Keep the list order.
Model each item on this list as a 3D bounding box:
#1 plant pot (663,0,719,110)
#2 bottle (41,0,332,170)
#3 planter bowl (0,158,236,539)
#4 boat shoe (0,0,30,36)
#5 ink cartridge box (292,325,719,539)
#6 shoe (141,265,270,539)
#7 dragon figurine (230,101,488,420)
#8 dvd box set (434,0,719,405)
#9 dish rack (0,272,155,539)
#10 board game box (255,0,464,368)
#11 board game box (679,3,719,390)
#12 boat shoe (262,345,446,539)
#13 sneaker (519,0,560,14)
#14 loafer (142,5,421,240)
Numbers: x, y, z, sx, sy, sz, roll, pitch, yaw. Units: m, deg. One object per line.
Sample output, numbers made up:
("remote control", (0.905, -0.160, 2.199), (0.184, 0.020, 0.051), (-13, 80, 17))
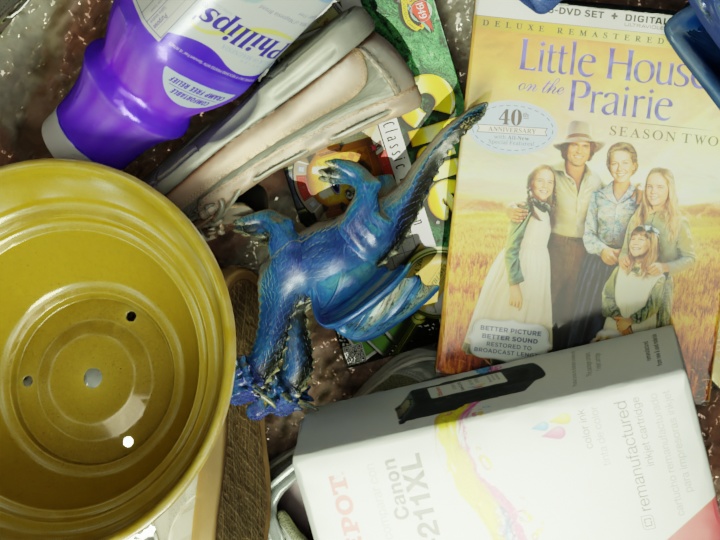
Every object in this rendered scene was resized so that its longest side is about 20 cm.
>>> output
("plant pot", (0.259, -0.119, 1.021), (0.200, 0.180, 0.200), (-29, 66, -13))
("bottle", (-0.080, -0.123, 1.119), (0.200, 0.065, 0.084), (-43, 141, 23))
("planter bowl", (-0.147, 0.049, 1.132), (0.200, 0.083, 0.201), (-2, 80, 13))
("boat shoe", (-0.194, -0.164, 1.151), (0.072, 0.066, 0.201), (43, 100, -8))
("ink cartridge box", (0.079, 0.127, 1.136), (0.200, 0.083, 0.146), (-14, 103, 7))
("shoe", (-0.083, 0.098, 1.186), (0.053, 0.070, 0.200), (-4, 75, 24))
("dragon figurine", (0.000, 0.000, 1.143), (0.200, 0.059, 0.099), (-30, 70, 11))
("dvd box set", (0.120, -0.037, 1.155), (0.146, 0.029, 0.200), (7, 102, 2))
("dish rack", (-0.184, 0.110, 1.224), (0.172, 0.044, 0.200), (-21, 100, 5))
("board game box", (0.012, -0.056, 1.195), (0.105, 0.023, 0.200), (-17, 102, 3))
("board game box", (0.197, -0.023, 1.191), (0.200, 0.035, 0.135), (44, 100, -8))
("boat shoe", (-0.014, 0.126, 1.214), (0.074, 0.065, 0.202), (44, 100, -8))
("sneaker", (0.109, -0.166, 1.110), (0.200, 0.075, 0.088), (3, 80, 0))
("loafer", (-0.056, -0.053, 1.157), (0.200, 0.072, 0.063), (-38, 99, 23))
